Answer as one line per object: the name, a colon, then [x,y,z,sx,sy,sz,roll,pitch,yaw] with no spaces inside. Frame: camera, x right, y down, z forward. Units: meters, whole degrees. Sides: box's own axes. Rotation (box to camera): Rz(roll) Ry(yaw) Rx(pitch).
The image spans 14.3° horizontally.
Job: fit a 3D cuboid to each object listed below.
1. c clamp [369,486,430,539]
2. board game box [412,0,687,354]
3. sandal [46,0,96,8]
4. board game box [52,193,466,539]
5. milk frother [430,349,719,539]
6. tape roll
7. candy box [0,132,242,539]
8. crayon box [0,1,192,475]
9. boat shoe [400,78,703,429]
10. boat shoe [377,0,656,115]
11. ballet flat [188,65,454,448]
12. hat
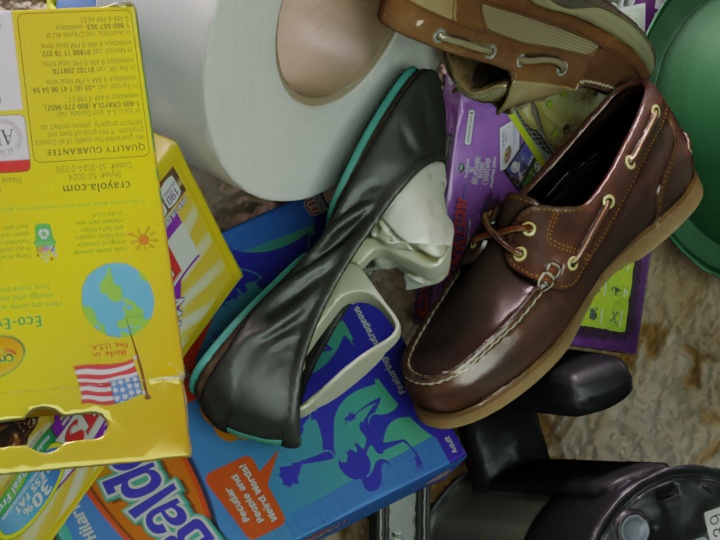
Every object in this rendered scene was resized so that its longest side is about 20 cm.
c clamp: [-0.046,0.141,1.420,0.170,0.027,0.201,-6,94,-11]
board game box: [0.097,-0.064,1.459,0.119,0.032,0.201,8,90,-25]
sandal: [-0.098,-0.155,1.349,0.079,0.087,0.201,2,95,-22]
board game box: [-0.071,0.069,1.358,0.199,0.045,0.153,-26,79,-23]
milk frother: [0.154,0.121,1.409,0.199,0.188,0.182,1,88,-24]
tape roll: [-0.031,-0.136,1.325,0.202,0.071,0.203,-37,140,-39]
candy box: [-0.128,0.044,1.275,0.200,0.026,0.102,-55,148,-24]
crayon box: [-0.147,-0.008,1.206,0.126,0.051,0.201,-3,74,-17]
boat shoe: [0.084,-0.012,1.368,0.200,0.070,0.071,-47,131,-27]
boat shoe: [0.068,-0.115,1.364,0.200,0.076,0.074,26,96,-52]
ballet flat: [0.000,0.000,1.337,0.068,0.068,0.201,31,77,13]
hat: [0.244,-0.082,1.416,0.165,0.176,0.201,-40,114,-22]
